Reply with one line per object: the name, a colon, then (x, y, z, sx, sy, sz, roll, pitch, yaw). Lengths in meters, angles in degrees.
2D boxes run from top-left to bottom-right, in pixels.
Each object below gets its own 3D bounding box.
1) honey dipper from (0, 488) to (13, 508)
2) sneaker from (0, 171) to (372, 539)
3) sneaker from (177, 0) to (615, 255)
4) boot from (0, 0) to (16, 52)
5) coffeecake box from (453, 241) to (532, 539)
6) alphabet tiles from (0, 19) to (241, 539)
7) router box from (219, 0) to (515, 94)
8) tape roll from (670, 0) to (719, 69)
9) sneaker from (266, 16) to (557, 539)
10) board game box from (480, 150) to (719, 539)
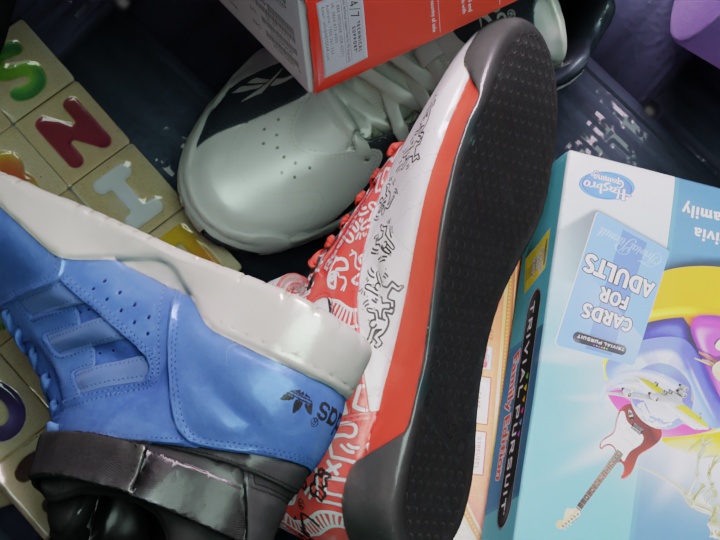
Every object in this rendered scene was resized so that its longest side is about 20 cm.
honey dipper: (-0.125, 0.081, 1.012, 0.200, 0.038, 0.038, -18, 82, -22)
sneaker: (-0.102, 0.039, 0.951, 0.200, 0.077, 0.111, 22, 82, 25)
sneaker: (0.024, -0.083, 1.034, 0.199, 0.130, 0.080, -26, 83, -22)
boot: (-0.118, -0.122, 0.966, 0.076, 0.168, 0.200, -19, 58, -39)
coffeecake box: (0.104, 0.067, 1.055, 0.199, 0.073, 0.154, 9, 73, -13)
alphabet tiles: (-0.146, -0.003, 1.018, 0.166, 0.006, 0.200, -39, 83, -28)
router box: (0.005, -0.169, 1.011, 0.179, 0.049, 0.200, -27, 47, -19)
tape roll: (0.202, -0.161, 1.067, 0.066, 0.200, 0.200, 30, 71, -8)
sneaker: (-0.001, 0.000, 0.985, 0.067, 0.108, 0.202, 23, 79, -54)
board game box: (0.126, 0.071, 0.995, 0.151, 0.047, 0.200, 13, 72, -12)
